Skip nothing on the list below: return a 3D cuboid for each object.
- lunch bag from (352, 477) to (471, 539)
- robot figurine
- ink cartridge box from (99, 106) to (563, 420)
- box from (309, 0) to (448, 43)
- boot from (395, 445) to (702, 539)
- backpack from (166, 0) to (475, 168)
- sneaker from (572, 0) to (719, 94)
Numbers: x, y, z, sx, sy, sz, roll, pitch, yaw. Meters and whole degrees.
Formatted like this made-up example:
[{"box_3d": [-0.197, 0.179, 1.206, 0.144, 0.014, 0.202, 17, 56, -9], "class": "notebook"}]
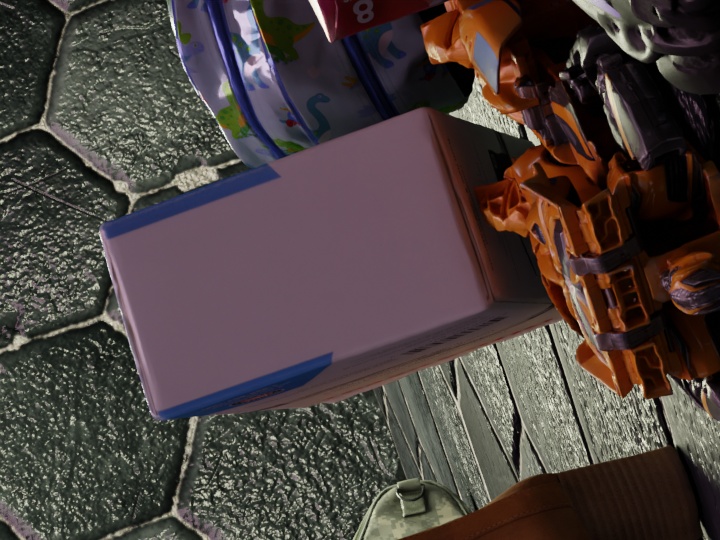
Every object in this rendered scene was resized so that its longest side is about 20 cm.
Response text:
[{"box_3d": [0.061, 0.290, 2.174, 0.200, 0.139, 0.168, 75, -170, -47], "class": "lunch bag"}, {"box_3d": [0.078, -0.026, 0.882, 0.200, 0.058, 0.145, -118, 7, -65], "class": "robot figurine"}, {"box_3d": [0.000, 0.000, 1.081, 0.200, 0.145, 0.084, 5, -114, -74], "class": "ink cartridge box"}, {"box_3d": [0.000, -0.176, 0.927, 0.200, 0.099, 0.096, -116, 8, -56], "class": "box"}, {"box_3d": [0.082, 0.164, 1.129, 0.071, 0.143, 0.202, -113, 5, -50], "class": "boot"}, {"box_3d": [-0.019, -0.136, 1.089, 0.200, 0.153, 0.163, 57, 173, 41], "class": "backpack"}, {"box_3d": [0.077, -0.091, 0.593, 0.100, 0.069, 0.200, 64, 180, 0], "class": "sneaker"}]
